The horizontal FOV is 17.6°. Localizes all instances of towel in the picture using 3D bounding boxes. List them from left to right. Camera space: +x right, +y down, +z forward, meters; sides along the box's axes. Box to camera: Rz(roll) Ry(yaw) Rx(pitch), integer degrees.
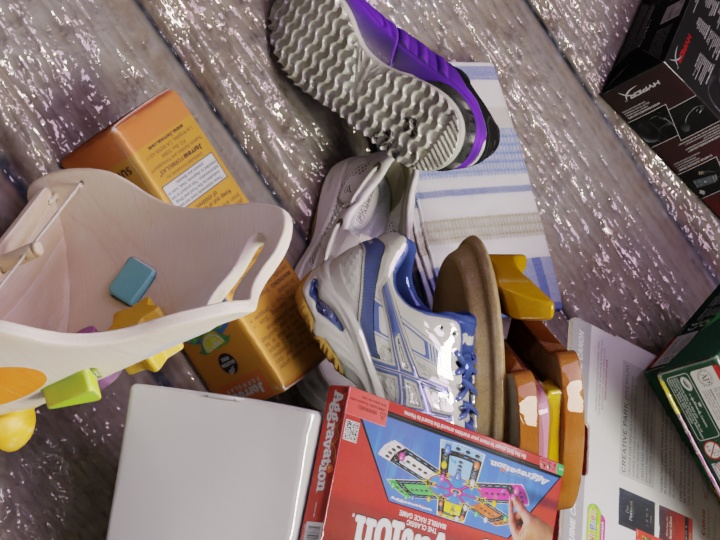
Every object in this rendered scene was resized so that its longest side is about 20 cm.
[{"bbox_3d":[0.072,-0.058,1.693,0.147,0.024,0.201,-8,79,-46],"label":"towel"}]

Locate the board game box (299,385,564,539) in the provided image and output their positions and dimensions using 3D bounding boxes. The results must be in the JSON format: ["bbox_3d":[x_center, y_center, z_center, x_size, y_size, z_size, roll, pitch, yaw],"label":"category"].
[{"bbox_3d":[0.045,0.141,1.363,0.200,0.019,0.103,22,74,-44],"label":"board game box"}]

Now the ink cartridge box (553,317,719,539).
[{"bbox_3d":[0.177,0.157,1.644,0.175,0.084,0.201,27,55,-33],"label":"ink cartridge box"}]

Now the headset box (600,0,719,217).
[{"bbox_3d":[0.305,-0.137,1.901,0.200,0.077,0.149,43,49,-20],"label":"headset box"}]

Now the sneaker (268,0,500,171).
[{"bbox_3d":[0.021,-0.135,1.619,0.200,0.070,0.099,47,27,27],"label":"sneaker"}]

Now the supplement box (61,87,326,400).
[{"bbox_3d":[-0.101,-0.010,1.483,0.200,0.066,0.069,55,45,-7],"label":"supplement box"}]

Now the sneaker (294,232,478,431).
[{"bbox_3d":[0.043,0.069,1.436,0.200,0.088,0.075,57,9,7],"label":"sneaker"}]

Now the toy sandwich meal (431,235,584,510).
[{"bbox_3d":[0.095,0.071,1.536,0.070,0.205,0.206,-1,68,-8],"label":"toy sandwich meal"}]

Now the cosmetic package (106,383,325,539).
[{"bbox_3d":[-0.086,0.170,1.328,0.081,0.113,0.201,37,64,-76],"label":"cosmetic package"}]

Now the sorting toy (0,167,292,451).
[{"bbox_3d":[-0.132,0.015,1.334,0.107,0.180,0.200,66,24,-22],"label":"sorting toy"}]

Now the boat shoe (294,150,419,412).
[{"bbox_3d":[0.000,0.000,1.566,0.071,0.069,0.200,29,54,-31],"label":"boat shoe"}]

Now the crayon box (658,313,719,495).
[{"bbox_3d":[0.308,0.112,1.595,0.172,0.058,0.200,-37,101,-44],"label":"crayon box"}]

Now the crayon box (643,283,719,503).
[{"bbox_3d":[0.308,0.092,1.701,0.200,0.058,0.173,-41,105,-46],"label":"crayon box"}]
